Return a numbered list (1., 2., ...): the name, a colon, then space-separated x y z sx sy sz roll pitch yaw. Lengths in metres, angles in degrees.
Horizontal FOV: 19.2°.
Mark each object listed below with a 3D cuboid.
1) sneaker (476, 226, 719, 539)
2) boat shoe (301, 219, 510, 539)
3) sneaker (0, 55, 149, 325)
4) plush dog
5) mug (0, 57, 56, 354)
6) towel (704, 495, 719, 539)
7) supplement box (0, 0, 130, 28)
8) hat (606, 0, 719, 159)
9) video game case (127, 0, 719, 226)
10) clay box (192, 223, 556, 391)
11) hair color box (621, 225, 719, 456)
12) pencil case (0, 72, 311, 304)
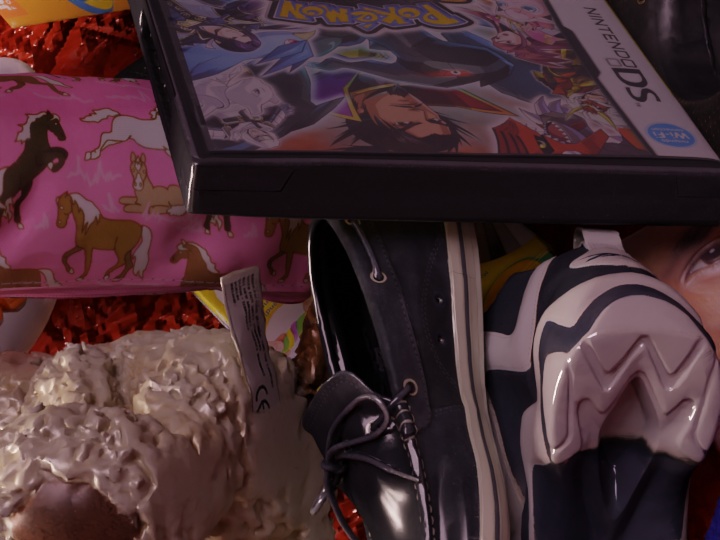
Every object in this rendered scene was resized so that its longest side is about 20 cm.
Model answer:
1. sneaker: 0.073 0.075 0.778 0.079 0.200 0.130 2 27 -4
2. boat shoe: 0.011 0.061 0.743 0.062 0.075 0.201 7 60 -18
3. sneaker: -0.135 -0.043 0.873 0.200 0.077 0.078 -43 21 -31
4. plush dog: -0.100 0.075 0.816 0.171 0.200 0.161 0 54 29
5. mug: -0.223 -0.032 0.960 0.175 0.148 0.200 2 40 49
6. towel: 0.201 0.055 0.695 0.147 0.050 0.201 12 70 36
7. supplement box: -0.102 -0.163 0.984 0.199 0.067 0.069 -1 51 43
8. hat: 0.164 -0.119 0.853 0.080 0.201 0.202 11 59 -19
9. video game case: 0.019 -0.074 0.815 0.199 0.026 0.181 1 32 -15
10. clay box: 0.000 0.000 0.891 0.115 0.048 0.200 -43 55 -5
11. hair color box: 0.184 0.053 0.767 0.110 0.064 0.201 -29 54 8
12. pencil case: -0.098 -0.028 0.808 0.083 0.199 0.087 47 132 52
